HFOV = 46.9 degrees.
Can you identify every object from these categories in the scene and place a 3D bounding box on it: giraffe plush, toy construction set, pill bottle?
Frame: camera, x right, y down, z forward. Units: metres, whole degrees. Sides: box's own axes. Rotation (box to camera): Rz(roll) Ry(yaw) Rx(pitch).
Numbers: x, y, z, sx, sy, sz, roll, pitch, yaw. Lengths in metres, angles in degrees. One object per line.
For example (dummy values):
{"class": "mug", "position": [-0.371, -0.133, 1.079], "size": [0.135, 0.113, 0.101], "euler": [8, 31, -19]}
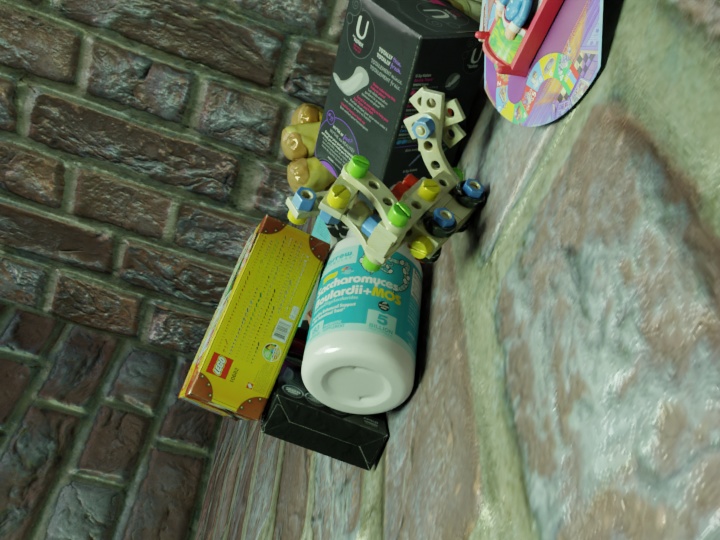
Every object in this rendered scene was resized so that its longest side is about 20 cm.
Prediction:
{"class": "giraffe plush", "position": [0.007, -0.186, 1.181], "size": [0.162, 0.200, 0.173], "euler": [-32, 61, 50]}
{"class": "toy construction set", "position": [0.039, -0.077, 0.759], "size": [0.200, 0.131, 0.092], "euler": [-47, -12, -31]}
{"class": "pill bottle", "position": [0.007, 0.039, 0.859], "size": [0.111, 0.111, 0.200], "euler": [118, 166, -45]}

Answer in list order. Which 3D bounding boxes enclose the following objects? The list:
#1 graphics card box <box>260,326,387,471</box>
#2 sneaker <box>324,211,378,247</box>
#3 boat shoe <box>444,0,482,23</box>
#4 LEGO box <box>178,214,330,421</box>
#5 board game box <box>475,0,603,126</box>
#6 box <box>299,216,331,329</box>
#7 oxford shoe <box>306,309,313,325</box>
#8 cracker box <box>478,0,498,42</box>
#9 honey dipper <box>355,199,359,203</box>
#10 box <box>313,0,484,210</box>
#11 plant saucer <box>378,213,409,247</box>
{"class": "graphics card box", "position": [-0.042, 0.132, 0.921], "size": [0.200, 0.125, 0.051], "euler": [-97, 31, -71]}
{"class": "sneaker", "position": [-0.004, -0.072, 1.156], "size": [0.200, 0.074, 0.081], "euler": [96, -159, -55]}
{"class": "boat shoe", "position": [0.102, -0.290, 0.966], "size": [0.201, 0.063, 0.073], "euler": [-135, 40, -70]}
{"class": "LEGO box", "position": [-0.117, 0.057, 0.899], "size": [0.200, 0.077, 0.149], "euler": [-68, 11, -16]}
{"class": "board game box", "position": [0.124, -0.214, 0.648], "size": [0.158, 0.039, 0.200], "euler": [-170, 80, -67]}
{"class": "box", "position": [-0.046, -0.001, 1.273], "size": [0.049, 0.082, 0.200], "euler": [43, 120, 43]}
{"class": "oxford shoe", "position": [-0.034, 0.110, 1.158], "size": [0.200, 0.071, 0.074], "euler": [-110, 14, -74]}
{"class": "cracker box", "position": [0.171, -0.303, 0.716], "size": [0.200, 0.058, 0.134], "euler": [121, 164, -51]}
{"class": "honey dipper", "position": [0.000, 0.000, 0.962], "size": [0.038, 0.038, 0.200], "euler": [134, 128, -69]}
{"class": "box", "position": [0.041, -0.183, 0.885], "size": [0.122, 0.106, 0.200], "euler": [47, 136, 35]}
{"class": "plant saucer", "position": [0.040, -0.035, 1.031], "size": [0.200, 0.037, 0.200], "euler": [-163, 90, -80]}
